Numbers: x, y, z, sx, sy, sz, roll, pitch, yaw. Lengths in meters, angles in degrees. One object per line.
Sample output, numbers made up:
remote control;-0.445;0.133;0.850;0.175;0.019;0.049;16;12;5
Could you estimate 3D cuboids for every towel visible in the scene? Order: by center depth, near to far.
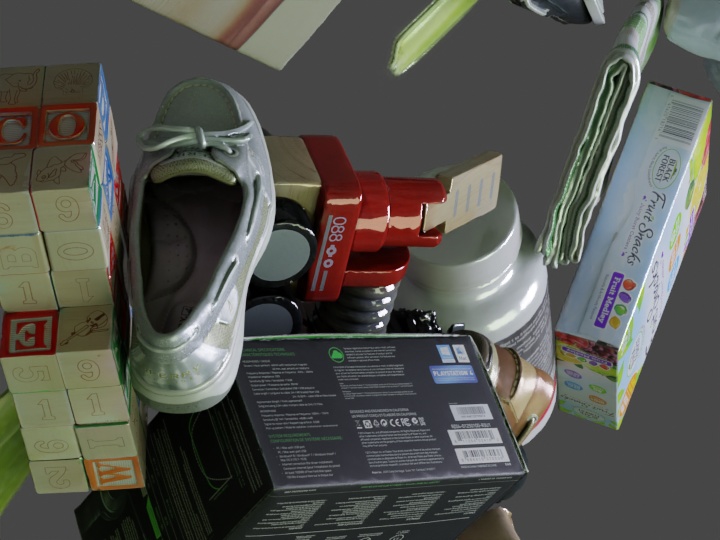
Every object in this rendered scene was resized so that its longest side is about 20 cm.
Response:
towel;0.163;-0.096;1.505;0.200;0.030;0.150;-52;163;-67

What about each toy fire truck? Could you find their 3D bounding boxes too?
toy fire truck;0.000;0.000;1.350;0.198;0.129;0.177;0;126;-20

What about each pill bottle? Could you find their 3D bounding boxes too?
pill bottle;0.069;0.026;1.511;0.111;0.110;0.201;-40;148;-21

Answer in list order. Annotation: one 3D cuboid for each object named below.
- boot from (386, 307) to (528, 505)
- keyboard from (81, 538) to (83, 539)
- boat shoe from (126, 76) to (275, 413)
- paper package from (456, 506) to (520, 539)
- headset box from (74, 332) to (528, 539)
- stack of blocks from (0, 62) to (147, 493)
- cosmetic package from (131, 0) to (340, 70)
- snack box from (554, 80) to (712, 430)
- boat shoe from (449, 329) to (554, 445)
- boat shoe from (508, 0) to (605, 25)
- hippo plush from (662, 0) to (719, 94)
boot;0.000;0.108;1.472;0.197;0.074;0.163;-20;140;17
keyboard;-0.112;0.122;1.428;0.104;0.040;0.200;-55;165;21
boat shoe;-0.086;-0.025;1.192;0.065;0.074;0.203;86;9;-53
paper package;0.026;0.244;1.421;0.198;0.191;0.104;-16;105;-5
headset box;-0.039;0.127;1.284;0.173;0.093;0.200;0;146;-36
stack of blocks;-0.148;0.007;1.177;0.058;0.116;0.201;-3;138;2
cosmetic package;-0.090;-0.180;1.044;0.199;0.087;0.104;20;118;-45
snack box;0.191;-0.009;1.618;0.143;0.053;0.201;75;36;-63
boat shoe;0.049;0.119;1.384;0.073;0.076;0.200;17;135;-20
boat shoe;0.106;-0.191;1.393;0.060;0.076;0.200;-16;162;11
hippo plush;0.314;-0.158;1.606;0.159;0.200;0.161;-44;163;0
